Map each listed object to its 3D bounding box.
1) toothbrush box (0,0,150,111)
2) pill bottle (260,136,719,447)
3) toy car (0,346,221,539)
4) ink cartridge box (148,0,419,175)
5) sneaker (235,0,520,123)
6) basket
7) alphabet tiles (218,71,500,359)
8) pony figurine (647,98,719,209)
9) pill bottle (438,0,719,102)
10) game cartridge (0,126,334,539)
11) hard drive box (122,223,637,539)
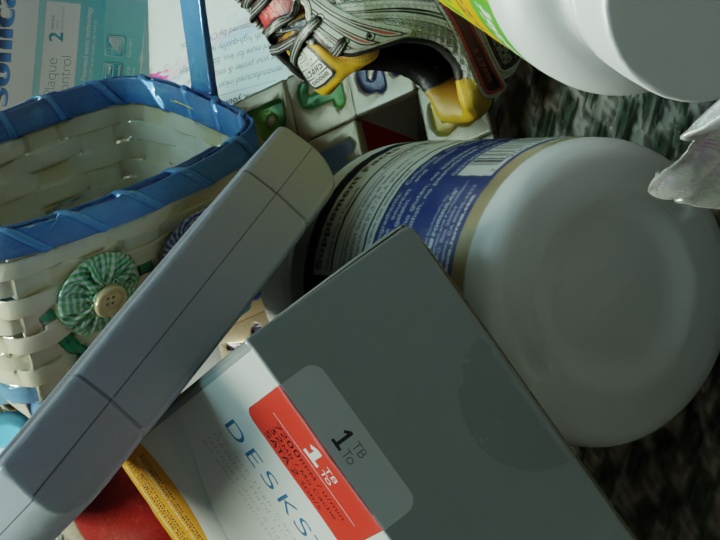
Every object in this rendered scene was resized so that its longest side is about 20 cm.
[{"bbox_3d":[-0.127,-0.149,1.256,0.085,0.199,0.147,-159,74,-66],"label":"toothbrush box"},{"bbox_3d":[0.041,0.005,0.928,0.200,0.111,0.112,4,91,61],"label":"pill bottle"},{"bbox_3d":[-0.061,0.055,1.180,0.200,0.184,0.178,-6,79,37],"label":"toy car"},{"bbox_3d":[-0.038,-0.093,1.148,0.116,0.067,0.201,-12,74,34],"label":"ink cartridge box"},{"bbox_3d":[-0.019,-0.120,0.979,0.078,0.199,0.082,157,130,-69],"label":"sneaker"},{"bbox_3d":[-0.128,-0.054,1.035,0.139,0.176,0.201,17,128,51],"label":"basket"},{"bbox_3d":[0.000,0.000,1.058,0.167,0.008,0.201,-23,69,31],"label":"alphabet tiles"},{"bbox_3d":[0.186,-0.071,0.602,0.193,0.166,0.201,-44,32,48],"label":"pony figurine"},{"bbox_3d":[0.082,-0.129,0.871,0.200,0.111,0.111,-134,51,-60],"label":"pill bottle"},{"bbox_3d":[-0.085,0.035,0.895,0.133,0.042,0.200,-38,12,50],"label":"game cartridge"},{"bbox_3d":[0.003,0.089,0.875,0.156,0.077,0.200,54,156,2],"label":"hard drive box"}]
